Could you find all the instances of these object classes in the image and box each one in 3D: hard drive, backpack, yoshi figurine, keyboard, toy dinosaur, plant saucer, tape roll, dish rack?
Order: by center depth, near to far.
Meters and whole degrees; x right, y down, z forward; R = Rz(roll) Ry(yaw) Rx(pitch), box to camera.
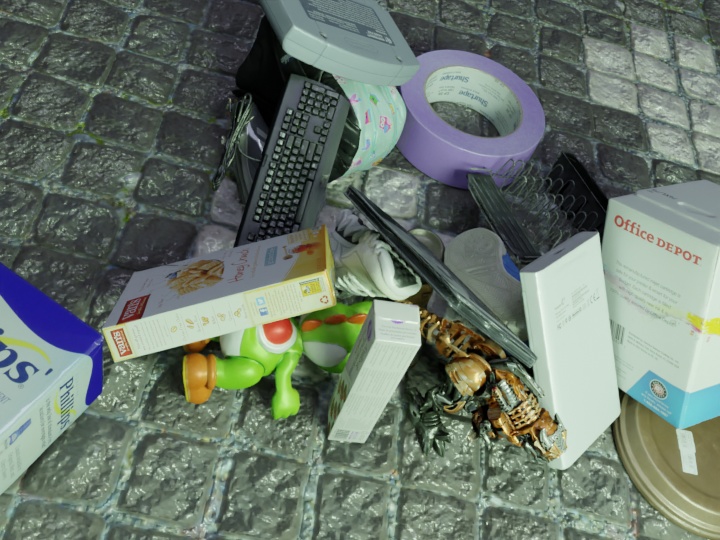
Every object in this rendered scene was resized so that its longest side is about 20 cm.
[{"bbox_3d":[0.111,0.104,0.794,0.101,0.136,0.201,-14,67,-29],"label":"toy dinosaur"},{"bbox_3d":[-0.072,0.077,0.807,0.198,0.113,0.112,-8,14,-6],"label":"yoshi figurine"},{"bbox_3d":[0.213,0.076,0.823,0.026,0.202,0.131,3,20,42],"label":"hard drive"},{"bbox_3d":[-0.094,-0.113,0.873,0.126,0.021,0.202,16,82,-3],"label":"keyboard"},{"bbox_3d":[0.369,0.188,0.888,0.198,0.030,0.201,9,53,-11],"label":"plant saucer"},{"bbox_3d":[-0.044,-0.207,0.981,0.126,0.167,0.200,-29,72,-39],"label":"backpack"},{"bbox_3d":[0.225,-0.077,1.003,0.199,0.055,0.154,-2,52,-39],"label":"dish rack"},{"bbox_3d":[0.139,-0.201,1.090,0.198,0.066,0.201,8,52,-11],"label":"tape roll"}]

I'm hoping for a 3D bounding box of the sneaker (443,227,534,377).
[{"bbox_3d":[0.160,0.040,0.908,0.076,0.112,0.200,-32,34,0],"label":"sneaker"}]

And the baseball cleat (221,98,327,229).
[{"bbox_3d":[-0.097,-0.108,0.949,0.106,0.070,0.201,1,63,-25],"label":"baseball cleat"}]

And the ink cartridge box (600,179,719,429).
[{"bbox_3d":[0.347,0.028,0.863,0.145,0.202,0.147,-12,28,-25],"label":"ink cartridge box"}]

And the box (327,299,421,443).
[{"bbox_3d":[0.007,0.096,0.730,0.041,0.201,0.039,6,55,-10],"label":"box"}]

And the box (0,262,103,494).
[{"bbox_3d":[-0.347,0.094,0.680,0.183,0.105,0.200,33,50,8],"label":"box"}]

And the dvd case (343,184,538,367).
[{"bbox_3d":[0.075,0.003,0.788,0.148,0.016,0.200,36,10,-43],"label":"dvd case"}]

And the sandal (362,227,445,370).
[{"bbox_3d":[0.054,0.018,0.899,0.081,0.055,0.201,25,50,2],"label":"sandal"}]

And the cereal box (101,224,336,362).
[{"bbox_3d":[-0.122,0.016,0.754,0.198,0.040,0.144,-14,20,1],"label":"cereal box"}]

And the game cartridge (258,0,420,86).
[{"bbox_3d":[-0.025,-0.269,0.918,0.199,0.041,0.134,3,48,-45],"label":"game cartridge"}]

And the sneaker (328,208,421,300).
[{"bbox_3d":[0.000,0.000,0.832,0.081,0.200,0.075,-43,110,-2],"label":"sneaker"}]
